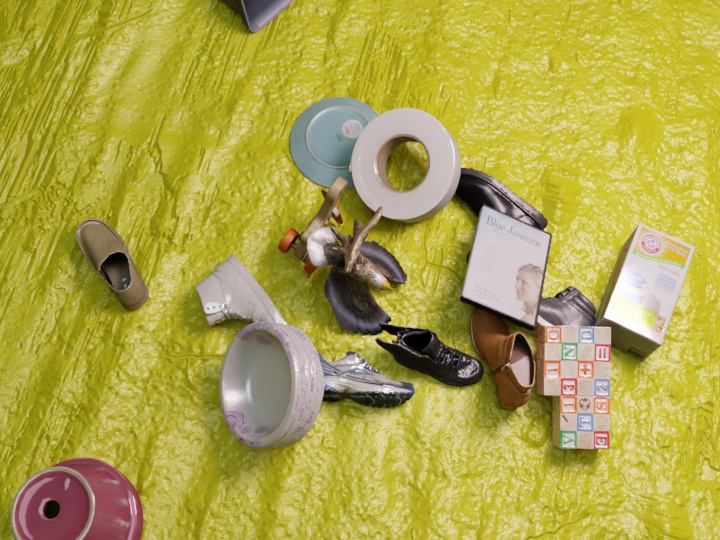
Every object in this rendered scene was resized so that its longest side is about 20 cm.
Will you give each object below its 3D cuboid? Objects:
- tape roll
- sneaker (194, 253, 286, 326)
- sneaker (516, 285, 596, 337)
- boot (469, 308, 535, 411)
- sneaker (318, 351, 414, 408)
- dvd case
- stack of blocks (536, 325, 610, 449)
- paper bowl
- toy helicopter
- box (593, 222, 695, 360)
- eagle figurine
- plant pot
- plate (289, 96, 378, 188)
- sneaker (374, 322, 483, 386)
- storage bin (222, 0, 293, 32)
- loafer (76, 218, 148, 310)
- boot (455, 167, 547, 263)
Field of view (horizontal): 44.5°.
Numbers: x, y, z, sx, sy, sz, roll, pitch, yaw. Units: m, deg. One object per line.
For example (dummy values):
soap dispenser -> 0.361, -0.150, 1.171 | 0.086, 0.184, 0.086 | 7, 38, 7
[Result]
tape roll -> 0.083, -0.193, 1.624 | 0.198, 0.071, 0.207 | 0, 89, 17
sneaker -> -0.212, 0.077, 1.557 | 0.115, 0.074, 0.200 | -37, 65, -12
sneaker -> 0.332, 0.062, 1.574 | 0.198, 0.071, 0.100 | 30, 68, 4
boot -> 0.248, 0.130, 1.495 | 0.072, 0.155, 0.203 | -16, 69, -7
sneaker -> -0.002, 0.180, 1.515 | 0.195, 0.077, 0.087 | 8, 64, 1
dvd case -> 0.256, -0.008, 1.529 | 0.140, 0.018, 0.203 | 22, 58, -6
stack of blocks -> 0.360, 0.196, 1.491 | 0.112, 0.059, 0.205 | 1, 86, -1
paper bowl -> -0.138, 0.190, 1.460 | 0.198, 0.103, 0.205 | -9, 77, 41
toy helicopter -> -0.062, -0.097, 1.562 | 0.078, 0.201, 0.133 | 37, 48, 4
box -> 0.500, 0.037, 1.566 | 0.111, 0.102, 0.202 | 25, 70, 8
eagle figurine -> 0.004, 0.006, 1.529 | 0.149, 0.201, 0.153 | -22, 62, 0
plant pot -> -0.451, 0.385, 1.367 | 0.195, 0.180, 0.204 | 1, 69, -1
plate -> -0.040, -0.255, 1.713 | 0.195, 0.026, 0.204 | 0, 68, 0
sneaker -> 0.121, 0.143, 1.514 | 0.196, 0.105, 0.061 | 15, 68, 5
storage bin -> -0.213, -0.617, 1.800 | 0.133, 0.146, 0.200 | 35, 71, 23
loafer -> -0.449, -0.023, 1.588 | 0.076, 0.068, 0.201 | -37, 73, -15
boot -> 0.227, -0.080, 1.619 | 0.209, 0.080, 0.159 | 34, 71, 11
